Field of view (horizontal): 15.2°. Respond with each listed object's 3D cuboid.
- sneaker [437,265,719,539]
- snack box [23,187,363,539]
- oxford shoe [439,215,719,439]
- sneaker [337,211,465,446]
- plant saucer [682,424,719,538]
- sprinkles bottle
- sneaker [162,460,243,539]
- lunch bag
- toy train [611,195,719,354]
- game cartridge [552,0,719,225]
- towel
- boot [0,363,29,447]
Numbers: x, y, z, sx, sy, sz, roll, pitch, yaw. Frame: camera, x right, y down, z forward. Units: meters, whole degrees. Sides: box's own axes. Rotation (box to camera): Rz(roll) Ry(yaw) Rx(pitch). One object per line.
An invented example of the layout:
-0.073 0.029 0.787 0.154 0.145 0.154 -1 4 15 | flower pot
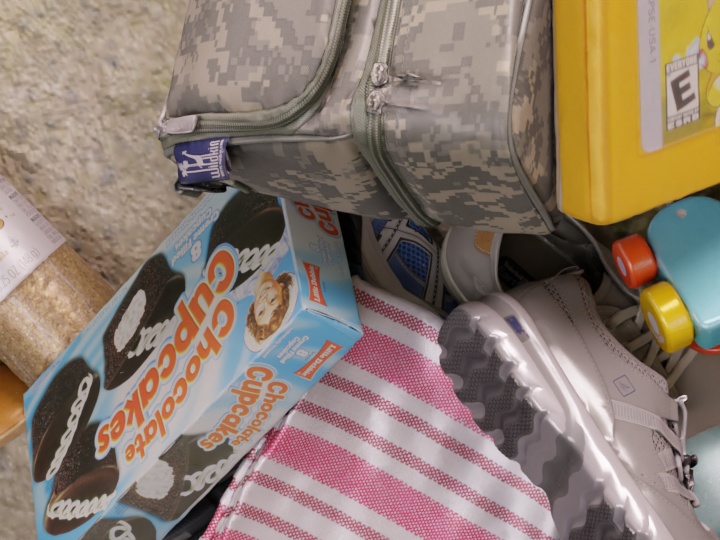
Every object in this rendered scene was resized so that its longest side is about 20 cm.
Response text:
0.120 0.084 1.146 0.200 0.082 0.075 58 151 3 | sneaker
-0.079 0.043 1.210 0.037 0.116 0.200 24 124 -32 | snack box
0.124 0.036 1.214 0.200 0.075 0.058 37 150 -1 | oxford shoe
0.000 0.000 1.256 0.076 0.077 0.201 -32 81 32 | sneaker
0.187 0.161 1.219 0.199 0.036 0.201 -5 115 -11 | plant saucer
-0.200 -0.027 1.314 0.200 0.068 0.068 45 119 -3 | sprinkles bottle
-0.080 0.140 1.303 0.075 0.200 0.116 -25 129 -16 | sneaker
0.011 -0.119 1.123 0.167 0.139 0.201 6 77 20 | lunch bag
0.212 0.003 1.169 0.199 0.151 0.056 20 153 18 | toy train
0.148 -0.135 1.090 0.032 0.176 0.201 23 124 45 | game cartridge
0.011 0.121 1.187 0.146 0.030 0.201 28 95 -13 | towel
-0.262 0.026 1.350 0.200 0.071 0.145 -4 120 29 | boot
